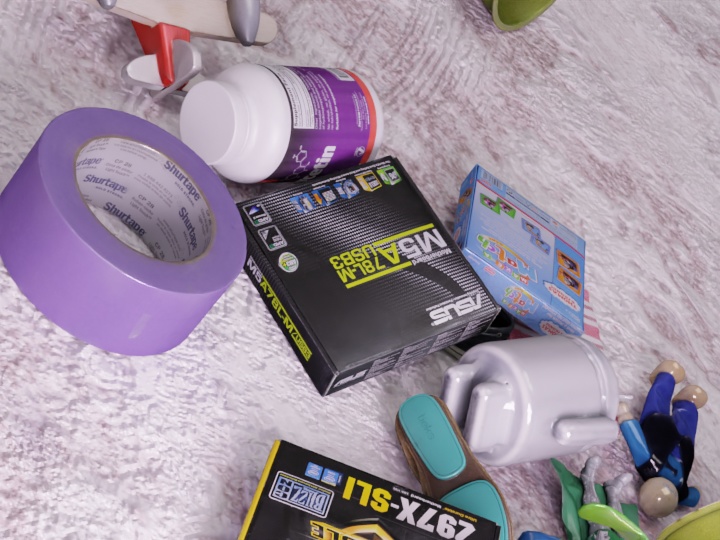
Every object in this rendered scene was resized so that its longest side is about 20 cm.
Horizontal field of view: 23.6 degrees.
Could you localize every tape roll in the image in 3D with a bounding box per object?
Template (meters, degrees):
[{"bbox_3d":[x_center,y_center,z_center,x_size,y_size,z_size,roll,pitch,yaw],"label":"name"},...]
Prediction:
[{"bbox_3d":[-0.198,-0.034,1.437,0.199,0.085,0.201,28,37,-23],"label":"tape roll"}]

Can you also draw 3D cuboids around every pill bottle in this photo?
[{"bbox_3d":[-0.077,-0.141,1.662,0.199,0.113,0.113,-5,55,-48],"label":"pill bottle"}]

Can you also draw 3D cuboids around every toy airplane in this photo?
[{"bbox_3d":[-0.183,-0.265,1.663,0.199,0.141,0.200,41,32,-4],"label":"toy airplane"}]

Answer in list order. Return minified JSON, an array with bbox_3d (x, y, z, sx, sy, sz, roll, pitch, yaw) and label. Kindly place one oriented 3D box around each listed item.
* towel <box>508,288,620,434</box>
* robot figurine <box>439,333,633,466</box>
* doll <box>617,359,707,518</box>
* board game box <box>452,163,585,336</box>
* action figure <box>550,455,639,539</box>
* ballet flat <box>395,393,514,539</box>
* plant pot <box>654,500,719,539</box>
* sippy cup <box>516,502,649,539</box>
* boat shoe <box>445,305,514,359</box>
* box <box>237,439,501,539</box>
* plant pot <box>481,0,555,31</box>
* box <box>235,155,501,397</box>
[{"bbox_3d":[0.195,0.075,1.788,0.145,0.030,0.202,22,41,-29],"label":"towel"},{"bbox_3d":[0.161,0.119,1.607,0.198,0.114,0.169,-4,27,-38],"label":"robot figurine"},{"bbox_3d":[0.310,0.178,1.768,0.136,0.048,0.201,45,36,-17],"label":"doll"},{"bbox_3d":[0.165,-0.016,1.786,0.151,0.037,0.201,35,26,-10],"label":"board game box"},{"bbox_3d":[0.232,0.267,1.586,0.117,0.055,0.201,26,39,-25],"label":"action figure"},{"bbox_3d":[0.084,0.198,1.492,0.201,0.067,0.073,61,-6,38],"label":"ballet flat"},{"bbox_3d":[0.385,0.324,1.577,0.199,0.200,0.195,14,54,-36],"label":"plant pot"},{"bbox_3d":[0.175,0.287,1.439,0.129,0.141,0.178,27,24,-3],"label":"sippy cup"},{"bbox_3d":[0.064,0.023,1.673,0.199,0.062,0.075,31,36,-16],"label":"boat shoe"},{"bbox_3d":[0.002,0.228,1.336,0.198,0.050,0.160,21,33,0],"label":"box"},{"bbox_3d":[0.173,-0.446,2.236,0.190,0.201,0.199,41,30,23],"label":"plant pot"},{"bbox_3d":[0.000,0.000,1.594,0.198,0.048,0.194,-18,62,-33],"label":"box"}]
